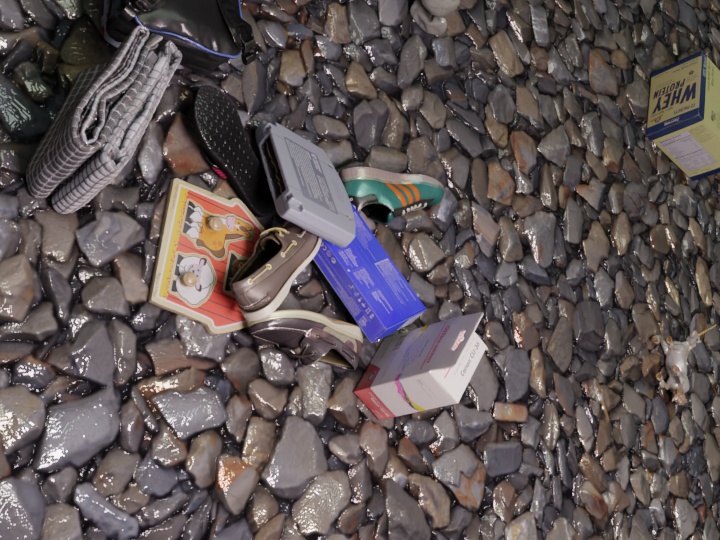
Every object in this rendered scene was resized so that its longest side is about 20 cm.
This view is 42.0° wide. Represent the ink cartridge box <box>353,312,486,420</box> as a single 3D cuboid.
[{"bbox_3d":[0.098,0.136,1.327,0.068,0.200,0.117,49,49,-18],"label":"ink cartridge box"}]

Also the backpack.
[{"bbox_3d":[-0.243,-0.366,1.226,0.200,0.154,0.191,16,73,-45],"label":"backpack"}]

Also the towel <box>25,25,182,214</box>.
[{"bbox_3d":[-0.302,-0.179,1.095,0.085,0.165,0.200,33,55,-23],"label":"towel"}]

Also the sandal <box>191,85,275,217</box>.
[{"bbox_3d":[-0.182,-0.158,1.290,0.075,0.045,0.200,-49,124,-36],"label":"sandal"}]

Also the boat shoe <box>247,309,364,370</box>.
[{"bbox_3d":[-0.068,0.097,1.277,0.200,0.072,0.065,17,62,-47],"label":"boat shoe"}]

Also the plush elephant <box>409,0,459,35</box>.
[{"bbox_3d":[0.145,-0.512,1.637,0.200,0.165,0.155,-23,77,-17],"label":"plush elephant"}]

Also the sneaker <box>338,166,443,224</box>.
[{"bbox_3d":[0.050,-0.109,1.468,0.200,0.071,0.080,3,77,-37],"label":"sneaker"}]

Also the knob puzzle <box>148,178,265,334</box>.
[{"bbox_3d":[-0.174,-0.010,1.247,0.219,0.030,0.220,17,64,-39],"label":"knob puzzle"}]

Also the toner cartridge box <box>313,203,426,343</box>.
[{"bbox_3d":[0.000,0.000,1.353,0.095,0.043,0.200,-21,71,-45],"label":"toner cartridge box"}]

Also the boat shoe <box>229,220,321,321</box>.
[{"bbox_3d":[-0.111,-0.020,1.245,0.060,0.072,0.200,60,40,-28],"label":"boat shoe"}]

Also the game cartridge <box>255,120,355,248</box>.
[{"bbox_3d":[-0.074,-0.119,1.313,0.133,0.040,0.200,23,33,-35],"label":"game cartridge"}]

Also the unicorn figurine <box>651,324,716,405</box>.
[{"bbox_3d":[0.652,0.181,1.926,0.137,0.074,0.201,30,71,-43],"label":"unicorn figurine"}]

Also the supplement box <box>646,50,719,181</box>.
[{"bbox_3d":[0.784,-0.357,2.186,0.200,0.134,0.200,34,55,-30],"label":"supplement box"}]
